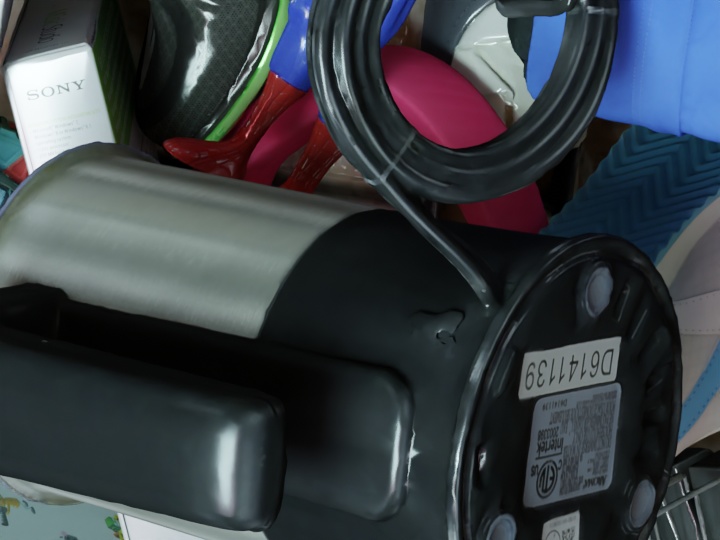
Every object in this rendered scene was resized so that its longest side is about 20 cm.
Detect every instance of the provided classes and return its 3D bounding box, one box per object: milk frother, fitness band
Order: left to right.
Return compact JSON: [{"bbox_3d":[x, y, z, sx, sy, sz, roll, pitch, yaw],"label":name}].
[{"bbox_3d":[-0.018,-0.015,0.774,0.188,0.180,0.201,12,83,35],"label":"milk frother"},{"bbox_3d":[0.000,0.000,0.962,0.200,0.037,0.144,-28,80,57],"label":"fitness band"}]

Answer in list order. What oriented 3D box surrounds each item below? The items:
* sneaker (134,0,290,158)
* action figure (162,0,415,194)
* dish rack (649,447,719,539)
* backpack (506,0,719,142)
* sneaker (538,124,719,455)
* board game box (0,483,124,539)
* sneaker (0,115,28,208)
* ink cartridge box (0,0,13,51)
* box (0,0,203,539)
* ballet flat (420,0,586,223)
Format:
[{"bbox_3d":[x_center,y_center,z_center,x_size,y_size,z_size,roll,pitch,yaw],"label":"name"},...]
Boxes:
[{"bbox_3d":[-0.067,-0.138,0.946,0.077,0.083,0.201,34,124,59],"label":"sneaker"},{"bbox_3d":[-0.006,-0.113,0.858,0.200,0.099,0.065,-54,48,10],"label":"action figure"},{"bbox_3d":[0.039,0.112,0.931,0.153,0.200,0.055,-6,105,60],"label":"dish rack"},{"bbox_3d":[0.135,-0.127,0.804,0.167,0.200,0.163,13,115,18],"label":"backpack"},{"bbox_3d":[0.118,-0.004,0.891,0.076,0.200,0.081,23,149,52],"label":"sneaker"},{"bbox_3d":[-0.192,0.136,1.065,0.199,0.064,0.148,16,135,-29],"label":"board game box"},{"bbox_3d":[-0.158,-0.011,0.974,0.079,0.200,0.096,-9,81,23],"label":"sneaker"},{"bbox_3d":[-0.146,-0.139,0.941,0.067,0.200,0.117,10,115,-8],"label":"ink cartridge box"},{"bbox_3d":[-0.086,0.000,0.987,0.036,0.144,0.201,-11,107,1],"label":"box"},{"bbox_3d":[0.054,-0.042,0.949,0.073,0.073,0.201,17,119,16],"label":"ballet flat"}]
